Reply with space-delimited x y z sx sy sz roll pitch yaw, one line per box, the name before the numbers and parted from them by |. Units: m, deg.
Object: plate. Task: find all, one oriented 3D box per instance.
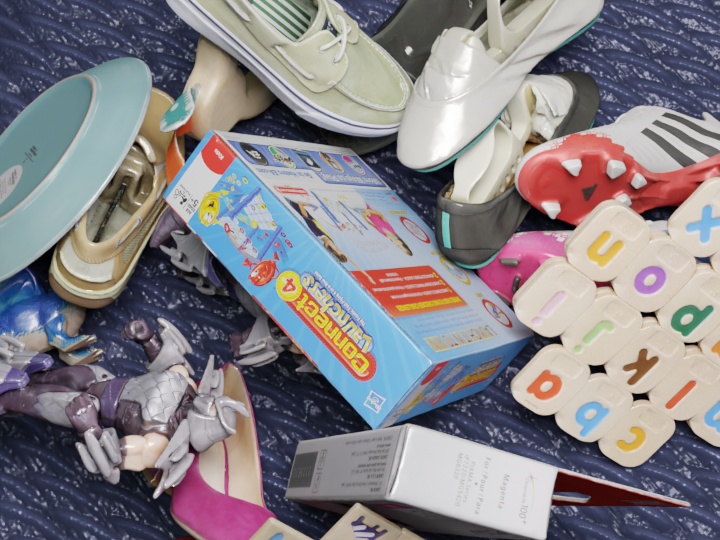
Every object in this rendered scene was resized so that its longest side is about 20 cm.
plate | -0.224 -0.077 0.849 0.199 0.026 0.201 -29 39 26

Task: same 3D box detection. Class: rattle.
rattle | -0.128 -0.162 0.876 0.142 0.130 0.200 34 68 4

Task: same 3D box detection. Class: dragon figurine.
dragon figurine | -0.249 0.033 0.864 0.199 0.059 0.100 -27 71 -10

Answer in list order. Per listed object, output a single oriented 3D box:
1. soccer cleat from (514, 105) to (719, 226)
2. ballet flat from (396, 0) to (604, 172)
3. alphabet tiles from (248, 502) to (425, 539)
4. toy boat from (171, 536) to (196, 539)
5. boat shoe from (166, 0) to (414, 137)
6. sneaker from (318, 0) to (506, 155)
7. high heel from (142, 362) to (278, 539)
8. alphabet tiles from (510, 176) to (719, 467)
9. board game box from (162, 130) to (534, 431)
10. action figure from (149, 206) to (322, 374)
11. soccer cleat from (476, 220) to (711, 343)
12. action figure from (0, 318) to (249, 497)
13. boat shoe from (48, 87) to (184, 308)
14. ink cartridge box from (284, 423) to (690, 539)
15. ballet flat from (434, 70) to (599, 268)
soccer cleat | 0.186 -0.078 0.844 0.199 0.069 0.085 -5 45 -23
ballet flat | 0.087 -0.151 0.822 0.069 0.070 0.200 42 71 14
alphabet tiles | -0.029 0.219 0.691 0.166 0.006 0.200 34 108 -27
toy boat | -0.061 0.231 0.755 0.198 0.131 0.132 1 73 4
boat shoe | -0.039 -0.151 0.803 0.199 0.062 0.072 28 71 -25
sneaker | 0.051 -0.168 0.910 0.076 0.114 0.200 39 106 9
high heel | -0.076 0.123 0.775 0.067 0.200 0.096 36 84 -24
alphabet tiles | 0.200 0.038 0.786 0.199 0.015 0.196 31 113 -21
board game box | 0.000 0.000 0.786 0.196 0.200 0.056 47 109 17
action figure | -0.054 0.028 0.824 0.200 0.130 0.070 39 96 25
soccer cleat | 0.183 -0.001 0.855 0.198 0.070 0.087 11 48 12
action figure | -0.165 0.078 0.752 0.198 0.130 0.070 7 110 9
boat shoe | -0.159 -0.068 0.849 0.071 0.076 0.201 16 47 -11
ink cartridge box | 0.064 0.136 0.719 0.172 0.200 0.044 19 75 -15
ballet flat | 0.112 -0.090 0.848 0.068 0.069 0.201 10 53 34
